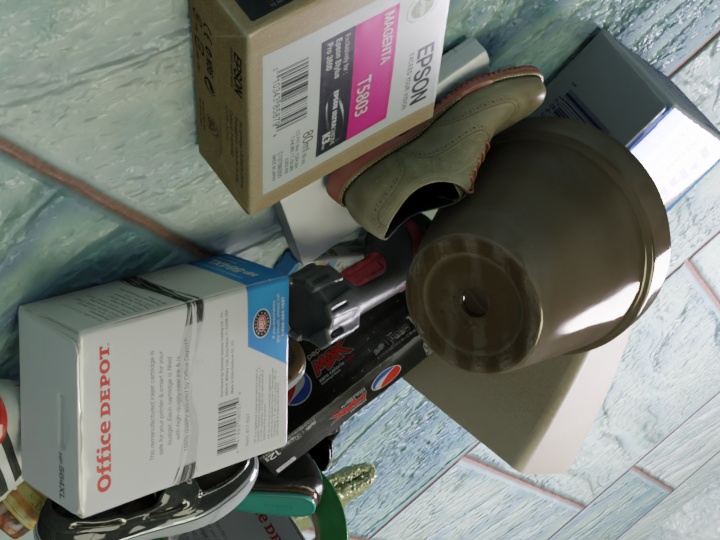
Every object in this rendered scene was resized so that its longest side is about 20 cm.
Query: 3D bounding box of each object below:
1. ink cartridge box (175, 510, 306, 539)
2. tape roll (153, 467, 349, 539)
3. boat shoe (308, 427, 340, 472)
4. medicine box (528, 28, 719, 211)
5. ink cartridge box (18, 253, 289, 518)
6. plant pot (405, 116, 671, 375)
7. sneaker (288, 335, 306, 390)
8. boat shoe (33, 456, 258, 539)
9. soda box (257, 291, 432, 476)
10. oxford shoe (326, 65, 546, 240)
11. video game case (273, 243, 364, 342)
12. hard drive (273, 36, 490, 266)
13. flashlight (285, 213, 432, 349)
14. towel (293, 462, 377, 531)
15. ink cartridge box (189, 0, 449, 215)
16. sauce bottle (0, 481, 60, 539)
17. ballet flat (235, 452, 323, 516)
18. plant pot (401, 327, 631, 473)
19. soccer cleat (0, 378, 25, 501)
[{"bbox_3d":[-0.152,0.299,1.593,0.200,0.146,0.084,-30,157,-11],"label":"ink cartridge box"},{"bbox_3d":[-0.110,0.262,1.534,0.200,0.201,0.048,-34,156,-12],"label":"tape roll"},{"bbox_3d":[-0.064,0.182,1.626,0.072,0.068,0.200,-26,158,-27],"label":"boat shoe"},{"bbox_3d":[0.220,-0.101,1.487,0.182,0.103,0.200,-46,155,15],"label":"medicine box"},{"bbox_3d":[-0.153,0.081,1.227,0.200,0.084,0.147,-14,115,-42],"label":"ink cartridge box"},{"bbox_3d":[0.126,-0.004,1.296,0.173,0.200,0.200,-35,163,-54],"label":"plant pot"},{"bbox_3d":[-0.133,0.124,1.405,0.200,0.070,0.109,-26,152,-2],"label":"sneaker"},{"bbox_3d":[-0.166,0.178,1.310,0.200,0.069,0.057,-20,147,-29],"label":"boat shoe"},{"bbox_3d":[-0.025,0.093,1.472,0.200,0.071,0.063,-37,155,-5],"label":"soda box"},{"bbox_3d":[0.073,-0.088,1.266,0.200,0.075,0.071,-33,156,-14],"label":"oxford shoe"},{"bbox_3d":[-0.031,0.031,1.464,0.200,0.018,0.143,-7,142,-51],"label":"video game case"},{"bbox_3d":[0.020,-0.093,1.307,0.200,0.027,0.132,-36,157,-9],"label":"hard drive"},{"bbox_3d":[0.000,0.000,1.339,0.200,0.068,0.068,-26,126,-56],"label":"flashlight"},{"bbox_3d":[-0.084,0.267,1.751,0.200,0.037,0.148,-22,167,-29],"label":"towel"},{"bbox_3d":[-0.026,-0.149,1.083,0.164,0.075,0.200,-29,154,-19],"label":"ink cartridge box"},{"bbox_3d":[-0.220,0.134,1.320,0.200,0.066,0.066,-40,156,-1],"label":"sauce bottle"},{"bbox_3d":[-0.134,0.193,1.512,0.199,0.069,0.068,3,142,-6],"label":"ballet flat"},{"bbox_3d":[0.155,0.067,1.586,0.177,0.200,0.200,-54,160,6],"label":"plant pot"},{"bbox_3d":[-0.294,0.160,1.256,0.085,0.069,0.200,-7,136,-44],"label":"soccer cleat"}]
